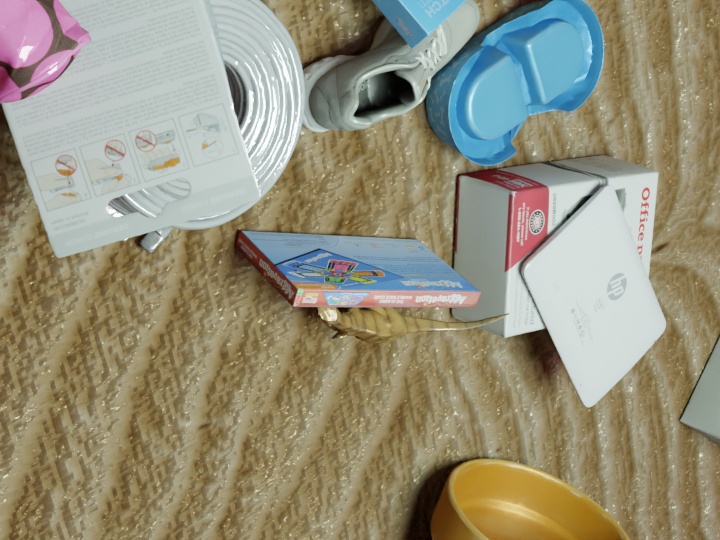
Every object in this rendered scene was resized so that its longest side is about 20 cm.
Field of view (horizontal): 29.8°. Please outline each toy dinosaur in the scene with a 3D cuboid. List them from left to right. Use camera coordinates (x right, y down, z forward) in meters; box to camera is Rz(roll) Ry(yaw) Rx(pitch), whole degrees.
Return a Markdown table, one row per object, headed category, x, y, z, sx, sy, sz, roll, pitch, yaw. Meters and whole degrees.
| category | x | y | z | sx | sy | sz | roll | pitch | yaw |
| --- | --- | --- | --- | --- | --- | --- | --- | --- | --- |
| toy dinosaur | 0.021 | 0.047 | 1.209 | 0.200 | 0.106 | 0.061 | 4 | 101 | -39 |

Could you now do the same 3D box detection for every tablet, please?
| category | x | y | z | sx | sy | sz | roll | pitch | yaw |
| --- | --- | --- | --- | --- | --- | --- | --- | --- | --- |
| tablet | 0.232 | 0.028 | 1.317 | 0.130 | 0.014 | 0.200 | -43 | 128 | -18 |

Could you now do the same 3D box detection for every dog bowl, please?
| category | x | y | z | sx | sy | sz | roll | pitch | yaw |
| --- | --- | --- | --- | --- | --- | --- | --- | --- | --- |
| dog bowl | 0.142 | -0.181 | 1.267 | 0.200 | 0.050 | 0.112 | -37 | 123 | -24 |

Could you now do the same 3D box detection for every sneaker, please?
| category | x | y | z | sx | sy | sz | roll | pitch | yaw |
| --- | --- | --- | --- | --- | --- | --- | --- | --- | --- |
| sneaker | 0.041 | -0.173 | 1.164 | 0.200 | 0.092 | 0.076 | -38 | 125 | -22 |

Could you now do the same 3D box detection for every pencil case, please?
| category | x | y | z | sx | sy | sz | roll | pitch | yaw |
| --- | --- | --- | --- | --- | --- | --- | --- | --- | --- |
| pencil case | -0.275 | -0.193 | 0.880 | 0.200 | 0.094 | 0.091 | 47 | 31 | -13 |

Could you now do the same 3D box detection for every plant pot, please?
| category | x | y | z | sx | sy | sz | roll | pitch | yaw |
| --- | --- | --- | --- | --- | --- | --- | --- | --- | --- |
| plant pot | 0.146 | 0.321 | 1.350 | 0.200 | 0.200 | 0.184 | 5 | 117 | -38 |

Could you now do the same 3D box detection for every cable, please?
| category | x | y | z | sx | sy | sz | roll | pitch | yaw |
| --- | --- | --- | --- | --- | --- | --- | --- | --- | --- |
| cable | -0.137 | -0.131 | 1.056 | 0.200 | 0.069 | 0.200 | -41 | 125 | -20 |

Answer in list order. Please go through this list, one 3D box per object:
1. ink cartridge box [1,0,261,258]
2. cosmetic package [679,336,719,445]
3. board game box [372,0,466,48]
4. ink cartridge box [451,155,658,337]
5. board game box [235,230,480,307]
| category | x | y | z | sx | sy | sz | roll | pitch | yaw |
| --- | --- | --- | --- | --- | --- | --- | --- | --- | --- |
| ink cartridge box | -0.172 | -0.127 | 0.965 | 0.160 | 0.047 | 0.200 | -16 | 101 | 3 |
| cosmetic package | 0.475 | 0.118 | 1.592 | 0.108 | 0.085 | 0.200 | 31 | 85 | -39 |
| board game box | 0.068 | -0.308 | 1.133 | 0.200 | 0.040 | 0.153 | -44 | 97 | -18 |
| ink cartridge box | 0.193 | -0.028 | 1.332 | 0.200 | 0.083 | 0.147 | -11 | 110 | -35 |
| board game box | 0.000 | 0.000 | 1.180 | 0.200 | 0.103 | 0.019 | 2 | 117 | -37 |
